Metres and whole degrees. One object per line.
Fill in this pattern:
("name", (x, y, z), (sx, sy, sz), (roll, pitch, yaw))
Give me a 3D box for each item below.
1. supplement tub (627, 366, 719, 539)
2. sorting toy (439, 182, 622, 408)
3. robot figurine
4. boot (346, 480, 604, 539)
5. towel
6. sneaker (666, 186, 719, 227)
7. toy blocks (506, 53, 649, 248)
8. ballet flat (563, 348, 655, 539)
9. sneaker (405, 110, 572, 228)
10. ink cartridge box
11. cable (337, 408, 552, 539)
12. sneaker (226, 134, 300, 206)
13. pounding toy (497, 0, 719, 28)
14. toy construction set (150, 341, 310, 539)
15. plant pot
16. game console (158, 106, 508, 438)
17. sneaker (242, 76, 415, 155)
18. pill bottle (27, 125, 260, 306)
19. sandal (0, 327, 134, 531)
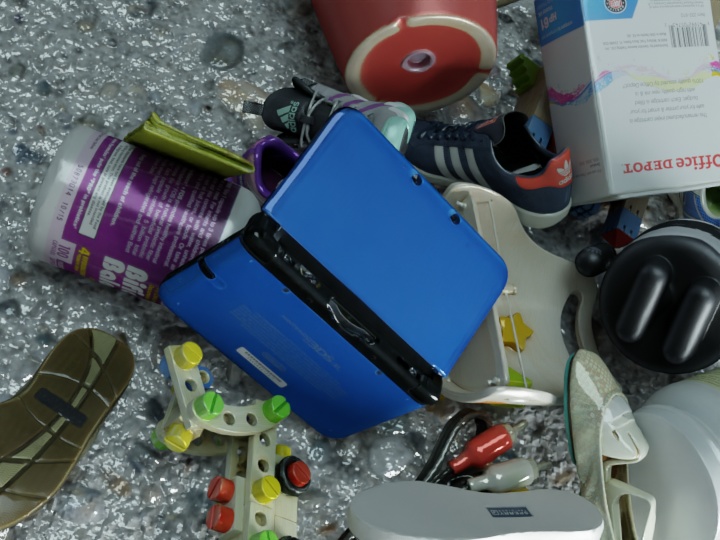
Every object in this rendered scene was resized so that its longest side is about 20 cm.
("supplement tub", (0.322, 0.151, 0.860), (0.200, 0.145, 0.145), (-13, 66, -27))
("sorting toy", (0.145, 0.047, 0.892), (0.180, 0.107, 0.200), (10, 55, -25))
("robot figurine", (0.280, 0.022, 0.908), (0.150, 0.125, 0.200), (62, 25, 3))
("boot", (0.080, 0.213, 0.756), (0.200, 0.091, 0.073), (7, 23, -16))
("towel", (-0.140, -0.094, 0.809), (0.086, 0.200, 0.018), (21, 87, -17))
("sneaker", (0.360, -0.093, 1.065), (0.076, 0.077, 0.200), (5, 57, -16))
("toy blocks", (0.214, -0.108, 1.011), (0.200, 0.100, 0.137), (33, 63, -16))
("ballet flat", (0.202, 0.160, 0.812), (0.067, 0.062, 0.201), (-10, 96, -53))
("sneaker", (0.109, -0.118, 0.949), (0.200, 0.085, 0.075), (26, 47, 24))
("ink cartridge box", (0.252, -0.165, 0.946), (0.144, 0.085, 0.201), (-8, 88, -22))
("cable", (0.061, 0.172, 0.798), (0.200, 0.050, 0.097), (-19, 89, -32))
("sneaker", (-0.034, -0.042, 0.877), (0.200, 0.089, 0.081), (38, 53, 3))
("pounding toy", (0.275, -0.310, 1.111), (0.142, 0.200, 0.184), (52, 51, -21))
("toy construction set", (-0.103, 0.161, 0.724), (0.131, 0.092, 0.200), (29, 59, -33))
("plant pot", (0.043, -0.260, 0.970), (0.200, 0.200, 0.178), (2, 60, -20))
("game console", (-0.017, 0.010, 0.774), (0.200, 0.171, 0.118), (44, 41, -24))
("sneaker", (-0.034, -0.124, 0.885), (0.140, 0.200, 0.078), (17, 94, -8))
("pill bottle", (-0.147, -0.028, 0.809), (0.200, 0.112, 0.112), (21, 55, -7))
("sandal", (-0.232, 0.117, 0.731), (0.080, 0.054, 0.200), (38, 40, -3))
